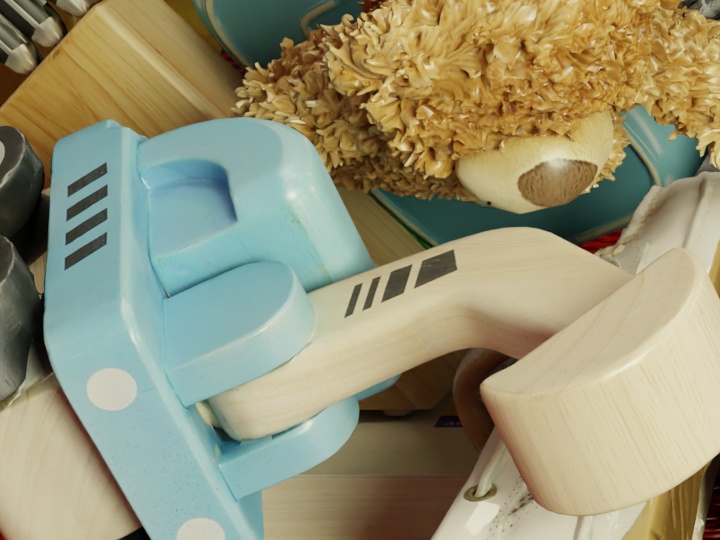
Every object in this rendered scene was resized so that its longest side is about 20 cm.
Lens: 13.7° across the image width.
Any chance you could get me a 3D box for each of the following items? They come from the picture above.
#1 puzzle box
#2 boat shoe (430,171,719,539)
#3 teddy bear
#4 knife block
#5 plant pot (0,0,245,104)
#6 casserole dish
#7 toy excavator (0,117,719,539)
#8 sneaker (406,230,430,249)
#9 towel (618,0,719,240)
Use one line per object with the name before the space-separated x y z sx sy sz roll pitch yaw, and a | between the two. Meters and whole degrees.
puzzle box | 0.007 0.055 0.887 0.199 0.026 0.133 0 11 11
boat shoe | 0.058 0.029 0.779 0.069 0.071 0.200 5 28 13
teddy bear | 0.035 -0.041 0.810 0.144 0.067 0.200 8 -7 -22
knife block | -0.064 -0.047 0.900 0.199 0.177 0.064 -1 12 10
plant pot | -0.058 -0.102 1.155 0.193 0.197 0.200 -4 -2 -7
casserole dish | 0.026 -0.065 0.922 0.121 0.200 0.039 -21 40 35
toy excavator | -0.016 0.014 0.737 0.199 0.100 0.195 -25 28 9
sneaker | 0.000 0.000 1.041 0.083 0.075 0.200 -11 13 -19
towel | 0.187 -0.073 1.019 0.165 0.086 0.200 10 -42 -48
